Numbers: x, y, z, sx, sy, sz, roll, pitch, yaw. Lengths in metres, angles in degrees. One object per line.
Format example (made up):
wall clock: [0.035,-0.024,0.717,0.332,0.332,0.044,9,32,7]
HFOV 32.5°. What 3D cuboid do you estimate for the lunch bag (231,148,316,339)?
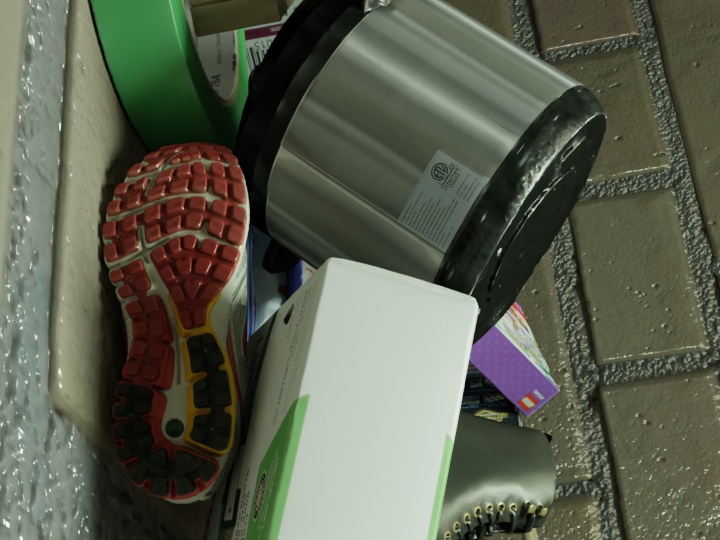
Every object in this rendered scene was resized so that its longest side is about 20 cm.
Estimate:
lunch bag: [-0.031,0.009,0.835,0.075,0.158,0.203,-10,-102,54]

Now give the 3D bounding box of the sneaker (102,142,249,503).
sneaker: [-0.096,0.026,0.662,0.082,0.077,0.203,82,9,-70]

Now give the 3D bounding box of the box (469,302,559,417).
box: [0.075,0.014,1.006,0.200,0.039,0.137,44,15,-25]

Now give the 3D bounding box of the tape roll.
tape roll: [-0.118,-0.174,0.777,0.200,0.047,0.204,-9,90,-83]

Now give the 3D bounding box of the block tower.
block tower: [-0.068,-0.201,0.801,0.200,0.057,0.055,-83,163,-68]

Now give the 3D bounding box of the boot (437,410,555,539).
boot: [0.060,0.157,0.737,0.078,0.136,0.202,122,-20,-48]

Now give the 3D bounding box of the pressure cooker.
pressure cooker: [0.022,-0.074,0.718,0.176,0.199,0.179,-50,163,-25]

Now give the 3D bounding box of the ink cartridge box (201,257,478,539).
ink cartridge box: [-0.020,0.094,0.651,0.200,0.083,0.148,139,-35,-68]

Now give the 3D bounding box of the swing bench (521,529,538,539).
swing bench: [0.081,0.315,1.186,0.201,0.196,0.131,68,15,-59]

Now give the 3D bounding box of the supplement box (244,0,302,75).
supplement box: [-0.050,-0.220,1.048,0.201,0.129,0.104,-87,166,-61]

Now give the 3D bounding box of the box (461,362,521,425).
box: [0.040,0.124,1.065,0.159,0.197,0.047,-83,165,-67]
